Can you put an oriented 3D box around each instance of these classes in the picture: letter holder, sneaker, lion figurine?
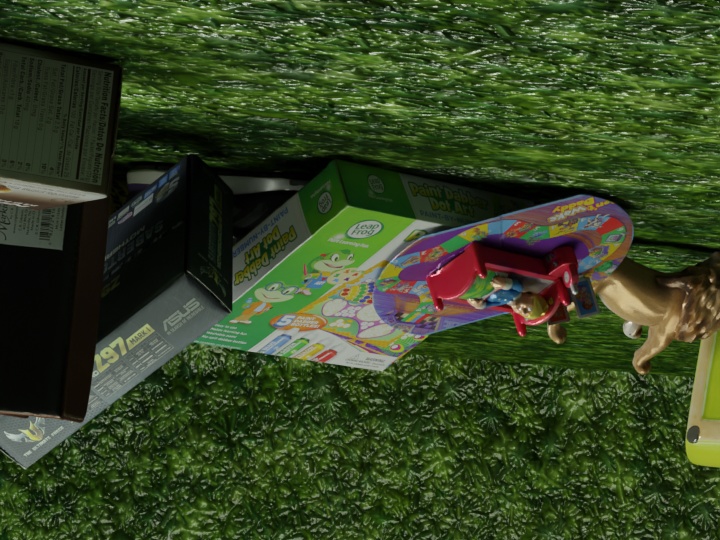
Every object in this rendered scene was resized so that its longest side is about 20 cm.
[{"bbox_3d":[-0.219,-0.002,1.740,0.100,0.202,0.142,5,175,8],"label":"letter holder"},{"bbox_3d":[-0.080,-0.025,1.949,0.198,0.088,0.076,4,174,13],"label":"sneaker"},{"bbox_3d":[0.219,0.014,2.131,0.199,0.073,0.123,15,137,-24],"label":"lion figurine"}]

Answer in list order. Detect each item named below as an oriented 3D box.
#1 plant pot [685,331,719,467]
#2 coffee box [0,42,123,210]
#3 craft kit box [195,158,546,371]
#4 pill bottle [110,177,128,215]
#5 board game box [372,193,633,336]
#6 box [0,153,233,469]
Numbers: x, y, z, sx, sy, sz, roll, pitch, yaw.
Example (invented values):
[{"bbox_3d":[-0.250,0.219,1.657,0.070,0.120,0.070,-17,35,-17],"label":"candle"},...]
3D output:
[{"bbox_3d":[0.391,0.095,2.202,0.181,0.202,0.198,16,170,-34],"label":"plant pot"},{"bbox_3d":[-0.251,-0.090,1.494,0.199,0.080,0.114,9,174,-30],"label":"coffee box"},{"bbox_3d":[0.000,0.000,1.917,0.199,0.049,0.197,9,141,-40],"label":"craft kit box"},{"bbox_3d":[-0.228,-0.024,1.988,0.112,0.113,0.200,3,174,29],"label":"pill bottle"},{"bbox_3d":[0.109,0.012,1.907,0.199,0.039,0.158,-15,153,-4],"label":"board game box"},{"bbox_3d":[-0.175,0.027,1.832,0.200,0.158,0.051,-37,118,20],"label":"box"}]
